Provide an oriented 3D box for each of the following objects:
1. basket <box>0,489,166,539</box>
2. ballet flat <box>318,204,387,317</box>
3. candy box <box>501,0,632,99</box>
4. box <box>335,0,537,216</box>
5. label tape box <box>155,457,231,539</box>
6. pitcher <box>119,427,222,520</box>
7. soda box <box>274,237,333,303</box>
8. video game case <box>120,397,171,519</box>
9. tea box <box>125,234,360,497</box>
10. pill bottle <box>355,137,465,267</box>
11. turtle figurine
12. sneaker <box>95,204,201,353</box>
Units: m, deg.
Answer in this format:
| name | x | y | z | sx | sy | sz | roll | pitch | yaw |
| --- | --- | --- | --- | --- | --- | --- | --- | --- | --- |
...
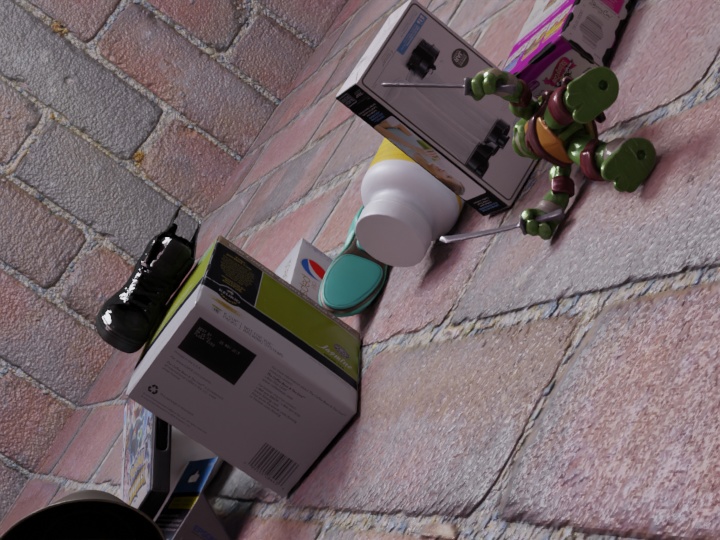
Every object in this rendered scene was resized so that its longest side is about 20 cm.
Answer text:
| name | x | y | z | sx | sy | sz | roll | pitch | yaw |
| --- | --- | --- | --- | --- | --- | --- | --- | --- | --- |
| basket | -0.282 | 0.291 | 1.404 | 0.179 | 0.137 | 0.200 | -13 | -1 | -7 |
| ballet flat | 0.000 | 0.000 | 1.626 | 0.071 | 0.067 | 0.201 | 103 | -172 | -47 |
| candy box | 0.226 | -0.263 | 1.457 | 0.136 | 0.061 | 0.201 | -37 | 22 | 55 |
| box | 0.090 | -0.161 | 1.372 | 0.117 | 0.200 | 0.060 | -56 | 14 | -19 |
| label tape box | -0.200 | 0.310 | 1.514 | 0.201 | 0.063 | 0.144 | -59 | 12 | -18 |
| pitcher | -0.234 | 0.257 | 1.704 | 0.171 | 0.121 | 0.201 | 28 | 94 | 60 |
| soda box | -0.081 | 0.038 | 1.795 | 0.068 | 0.064 | 0.200 | -49 | 13 | 23 |
| video game case | -0.246 | 0.199 | 1.571 | 0.200 | 0.025 | 0.182 | 124 | 149 | -56 |
| tea box | -0.116 | 0.097 | 1.451 | 0.134 | 0.200 | 0.197 | -51 | 11 | 19 |
| pill bottle | 0.067 | -0.103 | 1.503 | 0.112 | 0.112 | 0.200 | -38 | 20 | 51 |
| turtle figurine | 0.142 | -0.097 | 1.157 | 0.194 | 0.199 | 0.145 | 177 | 94 | -69 |
| sneaker | -0.224 | 0.007 | 1.485 | 0.104 | 0.060 | 0.200 | -56 | 7 | 19 |
